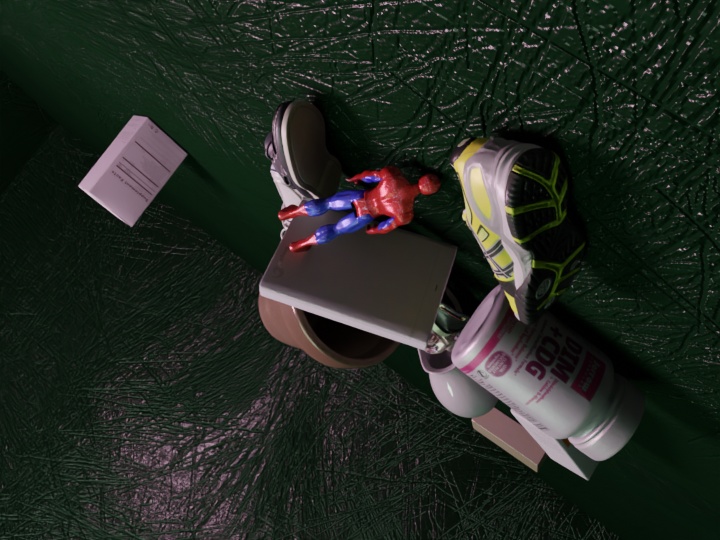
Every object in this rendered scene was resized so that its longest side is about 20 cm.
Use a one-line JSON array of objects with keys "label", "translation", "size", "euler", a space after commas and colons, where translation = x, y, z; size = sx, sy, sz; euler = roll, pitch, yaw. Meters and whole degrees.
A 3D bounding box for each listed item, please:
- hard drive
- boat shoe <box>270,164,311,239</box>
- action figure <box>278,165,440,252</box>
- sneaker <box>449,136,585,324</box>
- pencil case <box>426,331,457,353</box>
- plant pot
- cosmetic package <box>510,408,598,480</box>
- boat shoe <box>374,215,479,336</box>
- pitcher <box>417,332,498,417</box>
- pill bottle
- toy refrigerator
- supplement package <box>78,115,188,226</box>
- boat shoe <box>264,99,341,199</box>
[{"label": "hard drive", "translation": [0.000, 0.000, 0.753], "size": [0.196, 0.134, 0.026], "euler": [17, 148, 10]}, {"label": "boat shoe", "translation": [-0.086, -0.077, 0.983], "size": [0.074, 0.087, 0.202], "euler": [28, 168, 36]}, {"label": "action figure", "translation": [0.000, -0.066, 0.677], "size": [0.197, 0.051, 0.067], "euler": [-12, 96, 43]}, {"label": "sneaker", "translation": [0.126, -0.033, 0.524], "size": [0.076, 0.075, 0.202], "euler": [37, 162, 38]}, {"label": "pencil case", "translation": [0.077, 0.051, 1.021], "size": [0.200, 0.078, 0.090], "euler": [44, -171, -32]}, {"label": "plant pot", "translation": [-0.055, 0.034, 0.897], "size": [0.200, 0.203, 0.173], "euler": [40, 149, -25]}, {"label": "cosmetic package", "translation": [0.292, 0.207, 0.923], "size": [0.071, 0.102, 0.200], "euler": [25, 166, 42]}, {"label": "boat shoe", "translation": [0.073, -0.006, 0.842], "size": [0.202, 0.074, 0.063], "euler": [48, 133, -5]}, {"label": "pitcher", "translation": [0.164, 0.157, 1.160], "size": [0.200, 0.120, 0.173], "euler": [49, -166, -43]}, {"label": "pill bottle", "translation": [0.212, 0.116, 0.746], "size": [0.198, 0.114, 0.113], "euler": [36, 170, 1]}, {"label": "toy refrigerator", "translation": [0.390, 0.426, 1.702], "size": [0.198, 0.070, 0.076], "euler": [31, 162, 29]}, {"label": "supplement package", "translation": [-0.494, -0.218, 1.428], "size": [0.120, 0.202, 0.120], "euler": [42, 169, -34]}, {"label": "boat shoe", "translation": [-0.072, -0.131, 0.722], "size": [0.065, 0.076, 0.199], "euler": [21, 176, 14]}]
